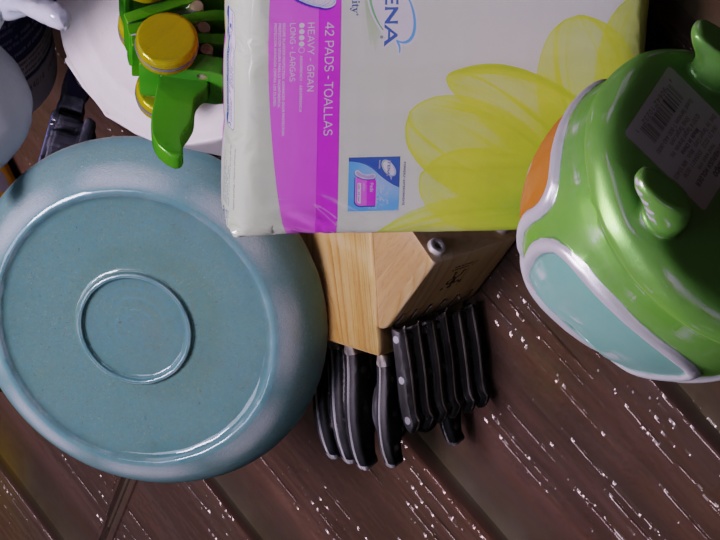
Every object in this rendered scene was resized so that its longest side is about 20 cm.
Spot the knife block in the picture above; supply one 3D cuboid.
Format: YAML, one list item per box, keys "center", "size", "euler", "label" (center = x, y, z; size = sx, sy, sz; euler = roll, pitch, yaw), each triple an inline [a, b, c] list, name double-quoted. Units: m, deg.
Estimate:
- center: [0.000, 0.000, 1.458]
  size: [0.200, 0.064, 0.176]
  euler: [57, 138, 18]
  label: "knife block"

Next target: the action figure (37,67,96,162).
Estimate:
- center: [-0.147, -0.017, 1.579]
  size: [0.194, 0.105, 0.200]
  euler: [94, -174, -61]
  label: "action figure"

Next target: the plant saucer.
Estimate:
- center: [-0.117, 0.027, 1.450]
  size: [0.200, 0.027, 0.200]
  euler: [5, 113, 12]
  label: "plant saucer"

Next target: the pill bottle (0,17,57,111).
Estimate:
- center: [-0.240, -0.180, 1.530]
  size: [0.111, 0.111, 0.200]
  euler: [36, 147, 37]
  label: "pill bottle"

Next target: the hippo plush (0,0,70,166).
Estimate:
- center: [-0.228, -0.131, 1.420]
  size: [0.161, 0.200, 0.159]
  euler: [76, -169, -54]
  label: "hippo plush"

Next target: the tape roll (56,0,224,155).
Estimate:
- center: [-0.062, -0.157, 1.391]
  size: [0.202, 0.071, 0.203]
  euler: [-4, 83, 36]
  label: "tape roll"

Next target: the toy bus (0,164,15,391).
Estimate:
- center: [-0.253, -0.024, 1.739]
  size: [0.065, 0.078, 0.200]
  euler: [-42, 71, 50]
  label: "toy bus"

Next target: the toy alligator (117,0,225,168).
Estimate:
- center: [-0.095, -0.142, 1.342]
  size: [0.059, 0.054, 0.200]
  euler: [99, 158, -62]
  label: "toy alligator"

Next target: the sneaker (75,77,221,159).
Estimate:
- center: [-0.137, -0.140, 1.553]
  size: [0.200, 0.082, 0.075]
  euler: [49, 136, 26]
  label: "sneaker"

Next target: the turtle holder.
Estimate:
- center: [0.156, -0.013, 1.229]
  size: [0.132, 0.185, 0.141]
  euler: [-34, 45, 50]
  label: "turtle holder"

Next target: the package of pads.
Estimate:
- center: [0.035, -0.098, 1.284]
  size: [0.068, 0.200, 0.155]
  euler: [-107, 18, -65]
  label: "package of pads"
